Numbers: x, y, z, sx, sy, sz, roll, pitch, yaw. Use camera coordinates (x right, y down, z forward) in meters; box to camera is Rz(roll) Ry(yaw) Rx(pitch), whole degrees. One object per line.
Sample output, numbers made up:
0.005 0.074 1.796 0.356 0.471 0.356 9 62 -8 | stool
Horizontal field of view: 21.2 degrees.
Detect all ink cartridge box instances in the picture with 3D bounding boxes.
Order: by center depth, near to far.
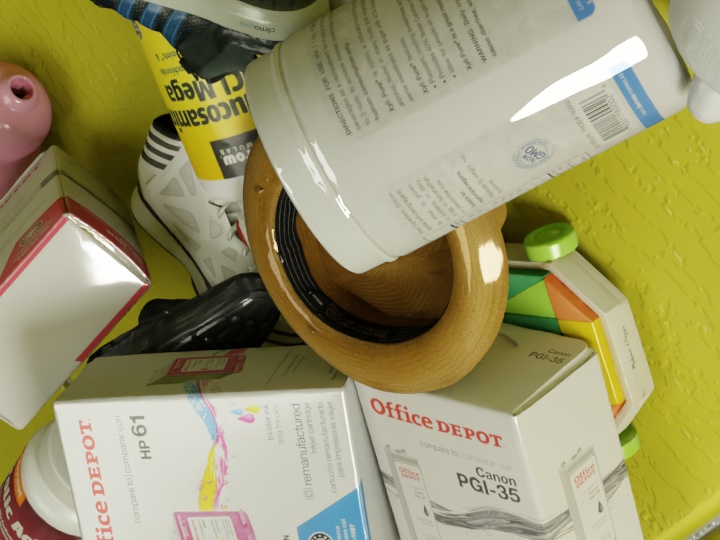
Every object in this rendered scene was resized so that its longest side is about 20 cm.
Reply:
0.091 0.139 1.202 0.146 0.083 0.200 11 126 46 | ink cartridge box
-0.086 0.131 1.258 0.200 0.085 0.145 -4 109 16 | ink cartridge box
-0.236 0.006 1.407 0.083 0.147 0.200 40 -174 -20 | ink cartridge box

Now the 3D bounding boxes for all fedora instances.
0.021 -0.024 1.148 0.201 0.082 0.201 22 126 33 | fedora

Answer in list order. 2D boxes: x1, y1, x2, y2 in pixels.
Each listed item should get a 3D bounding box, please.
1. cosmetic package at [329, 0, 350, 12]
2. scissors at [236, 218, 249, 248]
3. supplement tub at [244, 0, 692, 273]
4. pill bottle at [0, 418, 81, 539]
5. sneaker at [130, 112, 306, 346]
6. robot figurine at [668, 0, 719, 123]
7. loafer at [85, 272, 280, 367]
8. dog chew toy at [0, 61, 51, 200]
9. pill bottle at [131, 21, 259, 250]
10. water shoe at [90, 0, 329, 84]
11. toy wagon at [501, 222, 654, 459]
0.000 -0.210 1.080 0.071 0.101 0.200 19 130 40 | cosmetic package
0.000 0.000 1.315 0.200 0.073 0.014 33 135 -10 | scissors
0.056 -0.098 0.988 0.200 0.132 0.132 -27 99 13 | supplement tub
-0.252 0.194 1.689 0.114 0.114 0.200 50 145 8 | pill bottle
-0.088 -0.038 1.344 0.200 0.076 0.115 40 144 25 | sneaker
0.211 -0.146 0.873 0.169 0.113 0.200 18 138 2 | robot figurine
-0.131 0.047 1.335 0.201 0.068 0.070 -35 54 37 | loafer
-0.310 -0.097 1.525 0.125 0.125 0.200 55 138 1 | dog chew toy
-0.068 -0.116 1.224 0.112 0.112 0.200 -1 117 50 | pill bottle
-0.101 -0.144 1.103 0.200 0.071 0.079 23 132 38 | water shoe
0.097 0.045 1.225 0.200 0.040 0.155 4 120 48 | toy wagon
